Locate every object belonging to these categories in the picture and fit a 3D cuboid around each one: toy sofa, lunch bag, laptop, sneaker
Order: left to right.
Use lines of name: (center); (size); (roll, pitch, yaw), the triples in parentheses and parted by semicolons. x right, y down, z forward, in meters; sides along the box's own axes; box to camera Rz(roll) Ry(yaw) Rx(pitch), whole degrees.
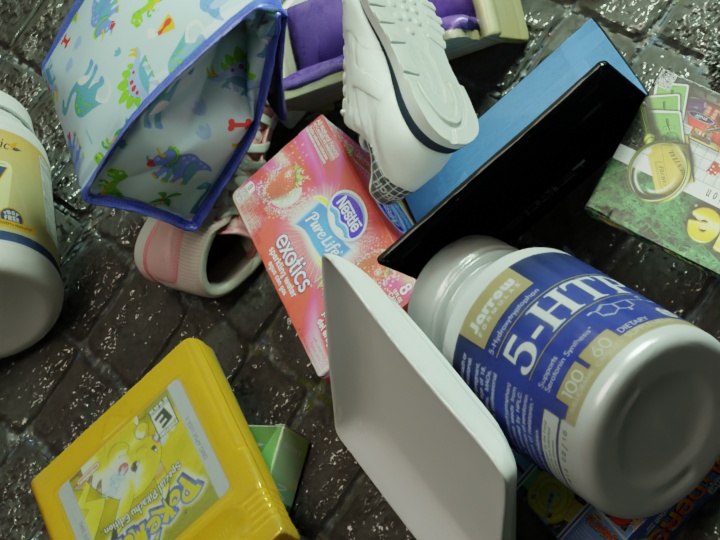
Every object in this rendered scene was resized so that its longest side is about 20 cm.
lunch bag: (-0.132, -0.161, 1.538); (0.201, 0.127, 0.171); (-57, 39, 27)
sneaker: (-0.094, -0.070, 1.608); (0.104, 0.075, 0.201); (25, 89, 50)
toy sofa: (0.015, -0.183, 1.552); (0.199, 0.097, 0.083); (-17, 82, 33)
sneaker: (0.015, -0.138, 1.440); (0.081, 0.076, 0.201); (-48, 38, 33)
laptop: (0.088, -0.090, 1.380); (0.187, 0.200, 0.116); (-42, 68, 12)

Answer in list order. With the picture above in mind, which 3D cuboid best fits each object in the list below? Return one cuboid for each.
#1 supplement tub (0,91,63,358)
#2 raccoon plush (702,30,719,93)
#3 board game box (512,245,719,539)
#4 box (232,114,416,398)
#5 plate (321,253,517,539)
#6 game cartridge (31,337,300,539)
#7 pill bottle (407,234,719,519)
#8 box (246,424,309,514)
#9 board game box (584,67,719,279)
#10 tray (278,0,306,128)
supplement tub: (-0.324, -0.041, 1.736); (0.144, 0.144, 0.201); (-31, 49, 22)
raccoon plush: (0.254, -0.164, 1.367); (0.199, 0.097, 0.135); (-21, 45, 30)
board game box: (0.146, 0.091, 1.336); (0.135, 0.034, 0.200); (-47, 44, 6)
box: (0.000, 0.000, 1.470); (0.095, 0.100, 0.201); (-41, 45, 14)
plate: (0.043, 0.107, 1.302); (0.032, 0.201, 0.200); (-27, 55, -17)
game cartridge: (-0.144, 0.171, 1.488); (0.176, 0.032, 0.200); (-42, 44, 12)
pill bottle: (0.120, 0.055, 1.268); (0.120, 0.120, 0.200); (-56, 42, -2)
box: (-0.123, 0.206, 1.497); (0.144, 0.036, 0.201); (-1, 66, 40)
board game box: (0.248, -0.039, 1.287); (0.199, 0.023, 0.105); (27, 87, 23)
tray: (-0.021, -0.216, 1.674); (0.200, 0.022, 0.107); (-49, 43, 5)
